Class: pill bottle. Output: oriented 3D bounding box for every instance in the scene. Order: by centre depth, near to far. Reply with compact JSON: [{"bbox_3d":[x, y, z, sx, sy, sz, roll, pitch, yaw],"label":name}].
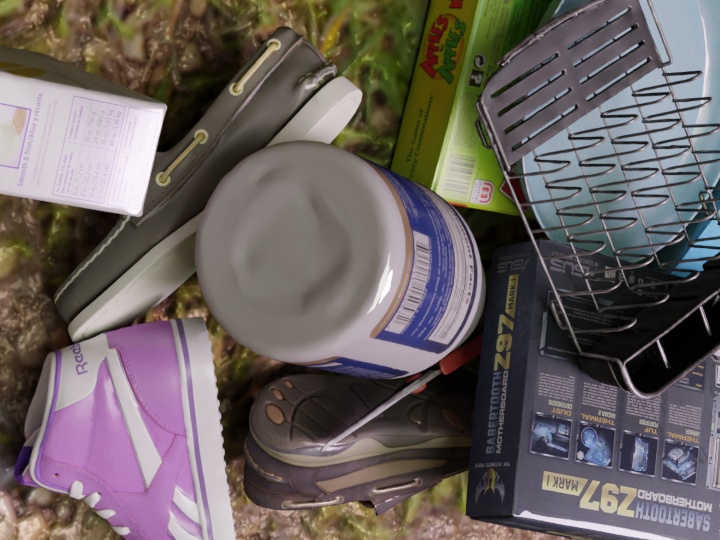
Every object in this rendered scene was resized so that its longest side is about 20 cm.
[{"bbox_3d":[0.000,0.000,1.123,0.111,0.111,0.200,-68,159,1],"label":"pill bottle"}]

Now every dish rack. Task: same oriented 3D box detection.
[{"bbox_3d":[0.151,-0.047,1.163,0.153,0.054,0.201,-34,108,-32],"label":"dish rack"}]

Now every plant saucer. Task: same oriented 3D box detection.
[{"bbox_3d":[0.155,-0.101,1.232,0.200,0.027,0.201,-17,115,-39],"label":"plant saucer"}]

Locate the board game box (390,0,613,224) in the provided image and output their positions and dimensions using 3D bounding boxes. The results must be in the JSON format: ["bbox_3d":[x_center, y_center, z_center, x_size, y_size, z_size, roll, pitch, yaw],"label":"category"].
[{"bbox_3d":[0.090,-0.135,1.222,0.101,0.048,0.201,8,99,-35],"label":"board game box"}]

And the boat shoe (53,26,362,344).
[{"bbox_3d":[-0.090,-0.044,1.122,0.202,0.072,0.060,-43,81,-1],"label":"boat shoe"}]

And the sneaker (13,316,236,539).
[{"bbox_3d":[-0.128,0.121,1.153,0.114,0.073,0.201,-11,116,-10],"label":"sneaker"}]

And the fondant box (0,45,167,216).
[{"bbox_3d":[-0.211,-0.081,0.981,0.199,0.144,0.059,8,100,-35],"label":"fondant box"}]

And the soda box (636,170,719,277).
[{"bbox_3d":[0.223,-0.027,1.331,0.200,0.064,0.068,-52,124,-9],"label":"soda box"}]

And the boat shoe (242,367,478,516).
[{"bbox_3d":[0.009,0.100,1.234,0.199,0.075,0.073,1,129,-38],"label":"boat shoe"}]

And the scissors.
[{"bbox_3d":[0.036,0.062,1.216,0.200,0.073,0.014,-32,98,-33],"label":"scissors"}]

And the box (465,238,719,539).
[{"bbox_3d":[0.160,0.080,1.221,0.199,0.051,0.158,13,76,-30],"label":"box"}]
